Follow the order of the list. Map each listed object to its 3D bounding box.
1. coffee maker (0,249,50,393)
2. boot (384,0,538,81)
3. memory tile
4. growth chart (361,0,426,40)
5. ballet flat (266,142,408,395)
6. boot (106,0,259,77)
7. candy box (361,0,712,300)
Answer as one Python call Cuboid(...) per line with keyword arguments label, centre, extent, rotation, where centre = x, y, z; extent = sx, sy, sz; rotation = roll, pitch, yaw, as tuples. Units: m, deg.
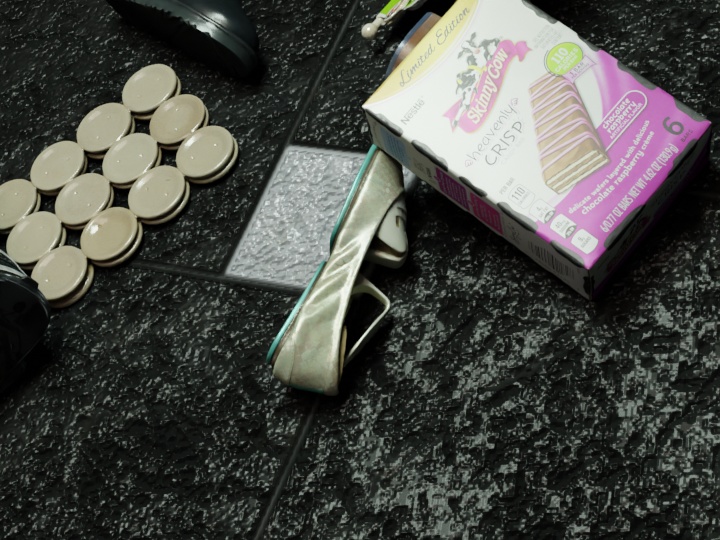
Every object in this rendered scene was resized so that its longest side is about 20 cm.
Cuboid(label="coffee maker", centre=(-0.345, 0.021, 1.361), extent=(0.192, 0.134, 0.200), rotation=(-59, 43, 25))
Cuboid(label="boot", centre=(0.113, -0.183, 1.319), extent=(0.097, 0.075, 0.200), rotation=(33, 68, 15))
Cuboid(label="memory tile", centre=(-0.201, -0.070, 1.412), extent=(0.200, 0.017, 0.153), rotation=(-40, 49, -5))
Cuboid(label="growth chart", centre=(0.086, -0.252, 1.323), extent=(0.145, 0.018, 0.200), rotation=(-51, 11, -28))
Cuboid(label="ballet flat", centre=(0.000, 0.000, 1.245), extent=(0.062, 0.067, 0.200), rotation=(23, 71, 7))
Cuboid(label="boot", centre=(-0.110, -0.261, 1.461), extent=(0.168, 0.076, 0.200), rotation=(-51, 45, -8))
Cuboid(label="candy box", centre=(0.120, -0.094, 1.203), extent=(0.200, 0.061, 0.136), rotation=(36, 77, 21))
